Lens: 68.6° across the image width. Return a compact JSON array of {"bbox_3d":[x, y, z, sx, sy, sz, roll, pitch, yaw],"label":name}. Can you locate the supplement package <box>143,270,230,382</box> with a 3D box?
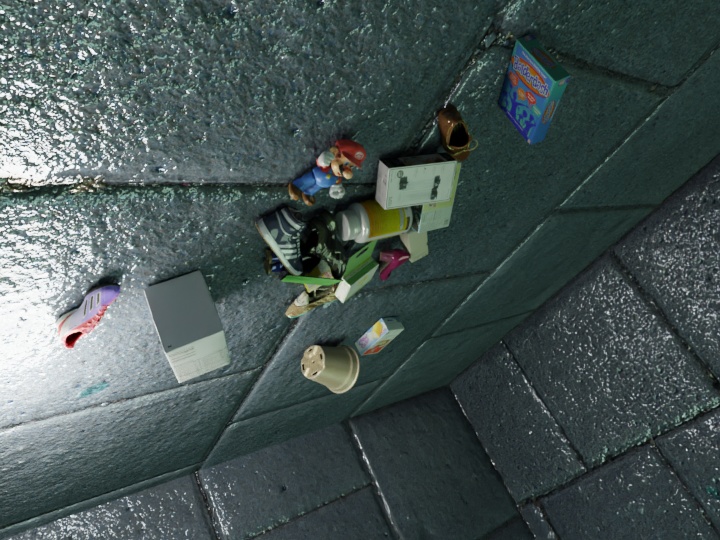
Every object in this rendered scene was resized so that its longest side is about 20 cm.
[{"bbox_3d":[-0.441,0.146,1.359,0.146,0.192,0.201,-20,154,-19],"label":"supplement package"}]

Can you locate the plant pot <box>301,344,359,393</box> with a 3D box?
[{"bbox_3d":[-0.135,0.385,2.146,0.200,0.202,0.183,-40,141,22],"label":"plant pot"}]

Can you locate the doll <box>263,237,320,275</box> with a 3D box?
[{"bbox_3d":[-0.161,-0.039,1.450,0.198,0.049,0.137,-9,136,-26],"label":"doll"}]

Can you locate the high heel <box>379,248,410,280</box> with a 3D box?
[{"bbox_3d":[0.112,-0.011,1.741,0.095,0.068,0.200,9,160,7],"label":"high heel"}]

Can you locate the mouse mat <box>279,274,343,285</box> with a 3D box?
[{"bbox_3d":[-0.143,0.028,1.503,0.159,0.008,0.200,6,172,-14],"label":"mouse mat"}]

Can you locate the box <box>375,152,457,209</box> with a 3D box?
[{"bbox_3d":[0.143,-0.232,1.360,0.198,0.060,0.118,-11,126,-21],"label":"box"}]

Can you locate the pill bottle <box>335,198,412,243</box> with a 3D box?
[{"bbox_3d":[0.035,-0.138,1.431,0.198,0.110,0.110,-14,151,-29],"label":"pill bottle"}]

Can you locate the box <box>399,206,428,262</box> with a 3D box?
[{"bbox_3d":[0.165,-0.110,1.651,0.068,0.083,0.200,-26,156,-4],"label":"box"}]

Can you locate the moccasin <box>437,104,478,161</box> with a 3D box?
[{"bbox_3d":[0.248,-0.333,1.333,0.073,0.078,0.202,-29,155,1],"label":"moccasin"}]

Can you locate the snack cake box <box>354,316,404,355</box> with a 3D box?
[{"bbox_3d":[0.083,0.286,2.303,0.114,0.068,0.200,-1,142,-48],"label":"snack cake box"}]

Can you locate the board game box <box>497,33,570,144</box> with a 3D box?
[{"bbox_3d":[0.402,-0.422,1.245,0.045,0.153,0.201,-23,153,-12],"label":"board game box"}]

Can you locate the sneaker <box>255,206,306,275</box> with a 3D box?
[{"bbox_3d":[-0.169,-0.076,1.333,0.108,0.070,0.201,-32,133,1],"label":"sneaker"}]

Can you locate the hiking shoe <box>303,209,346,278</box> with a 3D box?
[{"bbox_3d":[-0.101,-0.059,1.409,0.100,0.076,0.202,-23,120,-17],"label":"hiking shoe"}]

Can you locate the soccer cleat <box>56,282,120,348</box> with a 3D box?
[{"bbox_3d":[-0.625,0.103,1.225,0.199,0.074,0.068,-36,154,14],"label":"soccer cleat"}]

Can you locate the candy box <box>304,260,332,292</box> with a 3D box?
[{"bbox_3d":[-0.138,-0.004,1.591,0.102,0.027,0.200,-31,154,-7],"label":"candy box"}]

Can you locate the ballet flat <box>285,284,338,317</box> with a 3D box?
[{"bbox_3d":[-0.157,0.088,1.717,0.199,0.071,0.066,-24,127,-17],"label":"ballet flat"}]

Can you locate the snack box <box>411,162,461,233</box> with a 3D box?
[{"bbox_3d":[0.212,-0.210,1.485,0.115,0.037,0.202,-14,128,-29],"label":"snack box"}]

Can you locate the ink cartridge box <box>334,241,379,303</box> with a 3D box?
[{"bbox_3d":[0.000,0.000,1.669,0.145,0.048,0.201,-38,165,-36],"label":"ink cartridge box"}]

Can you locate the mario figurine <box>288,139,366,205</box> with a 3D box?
[{"bbox_3d":[-0.067,-0.211,1.190,0.199,0.106,0.124,-34,-170,27],"label":"mario figurine"}]
